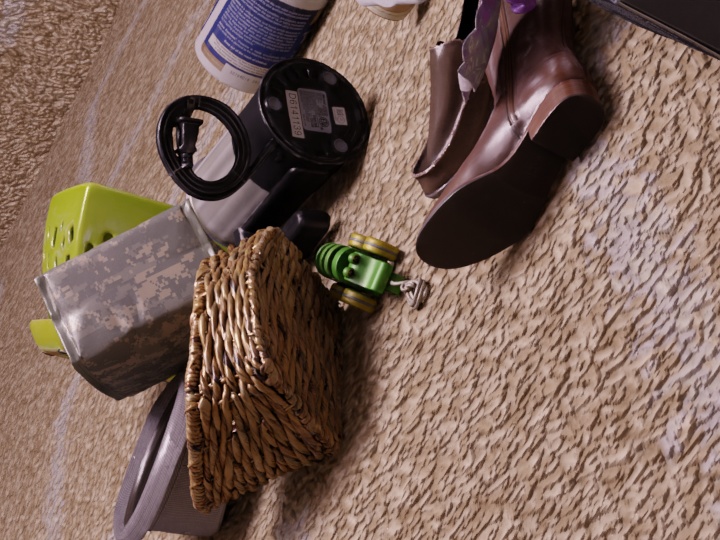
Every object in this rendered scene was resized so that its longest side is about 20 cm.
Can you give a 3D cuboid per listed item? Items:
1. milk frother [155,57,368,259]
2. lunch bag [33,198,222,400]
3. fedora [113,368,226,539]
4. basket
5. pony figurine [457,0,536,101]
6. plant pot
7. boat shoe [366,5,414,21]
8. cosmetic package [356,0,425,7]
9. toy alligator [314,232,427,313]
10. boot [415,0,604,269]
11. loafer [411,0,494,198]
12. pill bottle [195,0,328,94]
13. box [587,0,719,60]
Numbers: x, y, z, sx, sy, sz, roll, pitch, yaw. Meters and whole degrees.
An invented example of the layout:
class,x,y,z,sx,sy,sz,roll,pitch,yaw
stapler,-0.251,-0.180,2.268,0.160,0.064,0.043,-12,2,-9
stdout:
class,x,y,z,sx,sy,sz,roll,pitch,yaw
milk frother,-0.124,-0.101,1.768,0.188,0.199,0.181,-45,30,50
lunch bag,-0.191,0.040,1.716,0.118,0.164,0.200,62,178,22
fedora,-0.157,0.184,1.685,0.200,0.090,0.178,140,151,-68
basket,-0.109,0.076,1.523,0.149,0.143,0.200,-26,35,20
pony figurine,0.101,-0.242,1.306,0.199,0.167,0.193,-14,32,27
plant pot,-0.252,0.021,2.005,0.199,0.199,0.182,175,111,-69
boat shoe,0.044,-0.331,1.768,0.069,0.073,0.201,127,159,-52
cosmetic package,0.051,-0.340,1.495,0.200,0.167,0.167,-40,16,-9
toy alligator,0.000,0.000,1.518,0.060,0.054,0.200,-68,18,-1
boot,0.102,-0.116,1.351,0.186,0.064,0.200,-43,30,24
loafer,0.079,-0.155,1.452,0.201,0.071,0.073,-69,17,-6
pill bottle,-0.101,-0.310,2.099,0.200,0.111,0.111,-55,21,33
box,0.212,-0.244,1.126,0.201,0.104,0.182,-64,17,10
